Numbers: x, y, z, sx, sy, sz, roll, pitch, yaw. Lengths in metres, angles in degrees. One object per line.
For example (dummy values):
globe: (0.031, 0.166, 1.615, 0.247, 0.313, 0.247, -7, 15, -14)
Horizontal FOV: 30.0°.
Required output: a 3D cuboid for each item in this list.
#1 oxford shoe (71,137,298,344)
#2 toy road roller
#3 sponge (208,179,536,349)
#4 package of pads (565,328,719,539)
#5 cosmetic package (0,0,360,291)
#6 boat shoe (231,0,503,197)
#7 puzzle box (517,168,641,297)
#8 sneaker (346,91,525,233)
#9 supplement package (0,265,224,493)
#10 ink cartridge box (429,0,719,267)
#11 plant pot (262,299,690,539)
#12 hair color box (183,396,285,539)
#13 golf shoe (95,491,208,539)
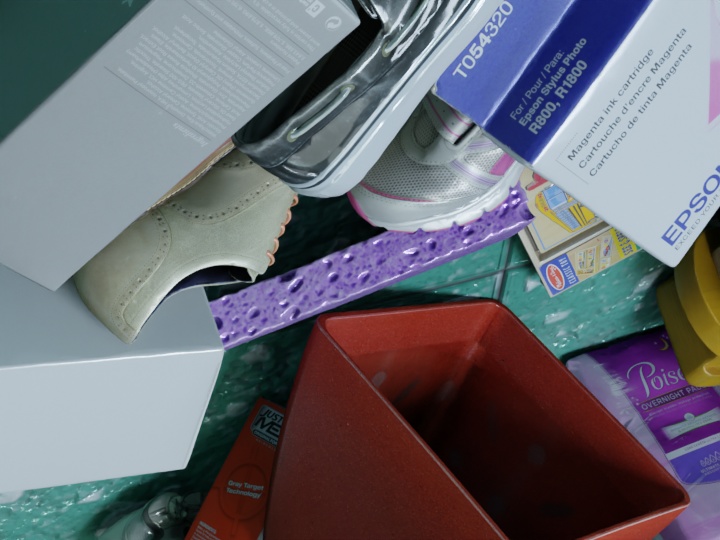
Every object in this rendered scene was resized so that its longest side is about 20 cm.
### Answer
oxford shoe: (-0.061, -0.033, 0.699, 0.200, 0.074, 0.071, -33, 174, -19)
toy road roller: (0.310, 0.018, 0.976, 0.199, 0.124, 0.146, 2, 153, -33)
sponge: (0.000, 0.000, 0.801, 0.199, 0.030, 0.112, -22, 178, -5)
package of pads: (0.248, 0.140, 1.020, 0.120, 0.200, 0.076, -15, 139, -18)
cosmetic package: (-0.107, -0.097, 0.597, 0.200, 0.107, 0.090, -38, 136, 16)
boat shoe: (0.011, -0.124, 0.619, 0.071, 0.072, 0.201, 18, 104, -52)
puzzle box: (0.150, -0.067, 0.851, 0.133, 0.026, 0.200, -28, 144, 6)
sneaker: (0.071, -0.101, 0.726, 0.200, 0.081, 0.088, -36, 142, 0)
supplement package: (-0.190, 0.041, 0.716, 0.199, 0.117, 0.118, -4, 139, -25)
ink cartridge box: (0.159, -0.121, 0.681, 0.200, 0.043, 0.197, 27, 102, -44)
plant pot: (0.052, 0.154, 0.871, 0.199, 0.200, 0.177, -3, 133, -49)
hair color box: (-0.071, 0.202, 0.949, 0.101, 0.061, 0.201, 36, 79, -51)
golf shoe: (-0.119, 0.219, 1.038, 0.097, 0.079, 0.200, -21, 146, 31)
